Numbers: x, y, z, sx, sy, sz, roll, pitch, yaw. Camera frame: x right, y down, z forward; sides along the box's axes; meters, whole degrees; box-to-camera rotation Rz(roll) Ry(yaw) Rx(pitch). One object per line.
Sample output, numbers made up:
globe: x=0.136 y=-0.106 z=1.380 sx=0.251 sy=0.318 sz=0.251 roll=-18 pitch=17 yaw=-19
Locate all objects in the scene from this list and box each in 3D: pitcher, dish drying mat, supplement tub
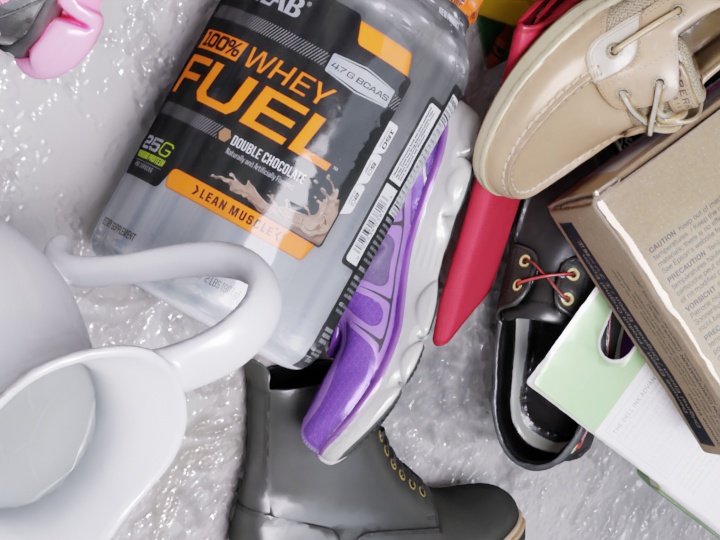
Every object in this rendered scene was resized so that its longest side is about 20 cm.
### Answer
pitcher: x=-0.139 y=0.028 z=0.651 sx=0.171 sy=0.199 sz=0.122 roll=-37 pitch=128 yaw=-23
dish drying mat: x=0.076 y=-0.056 z=0.873 sx=0.077 sy=0.018 sz=0.201 roll=-47 pitch=157 yaw=-51
supplement tub: x=-0.029 y=-0.066 z=0.758 sx=0.122 sy=0.122 sz=0.201 roll=31 pitch=86 yaw=-43

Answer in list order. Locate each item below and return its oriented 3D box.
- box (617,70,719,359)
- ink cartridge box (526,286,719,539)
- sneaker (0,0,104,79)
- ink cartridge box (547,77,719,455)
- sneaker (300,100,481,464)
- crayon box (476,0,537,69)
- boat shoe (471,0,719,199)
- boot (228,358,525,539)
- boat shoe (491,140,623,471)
box: x=0.182 y=-0.030 z=0.956 sx=0.141 sy=0.036 sz=0.202 roll=7 pitch=106 yaw=3
ink cartridge box: x=0.206 y=0.063 z=0.922 sx=0.199 sy=0.048 sz=0.146 roll=37 pitch=88 yaw=-9
sneaker: x=-0.134 y=-0.183 z=0.662 sx=0.095 sy=0.079 sz=0.202 roll=14 pitch=98 yaw=-31
ink cartridge box: x=0.226 y=-0.024 z=0.858 sx=0.199 sy=0.075 sz=0.165 roll=-35 pitch=96 yaw=-12
sneaker: x=0.000 y=0.000 z=0.839 sx=0.083 sy=0.081 sz=0.202 roll=16 pitch=78 yaw=-3
crayon box: x=0.111 y=-0.217 z=0.864 sx=0.126 sy=0.051 sz=0.201 roll=-31 pitch=126 yaw=-27
boat shoe: x=0.140 y=-0.102 z=0.795 sx=0.200 sy=0.065 sz=0.071 roll=-44 pitch=147 yaw=6
boot: x=0.018 y=0.109 z=0.910 sx=0.199 sy=0.077 sz=0.140 roll=-8 pitch=108 yaw=-39
boat shoe: x=0.116 y=0.016 z=0.925 sx=0.063 sy=0.073 sz=0.203 roll=-24 pitch=122 yaw=-62
